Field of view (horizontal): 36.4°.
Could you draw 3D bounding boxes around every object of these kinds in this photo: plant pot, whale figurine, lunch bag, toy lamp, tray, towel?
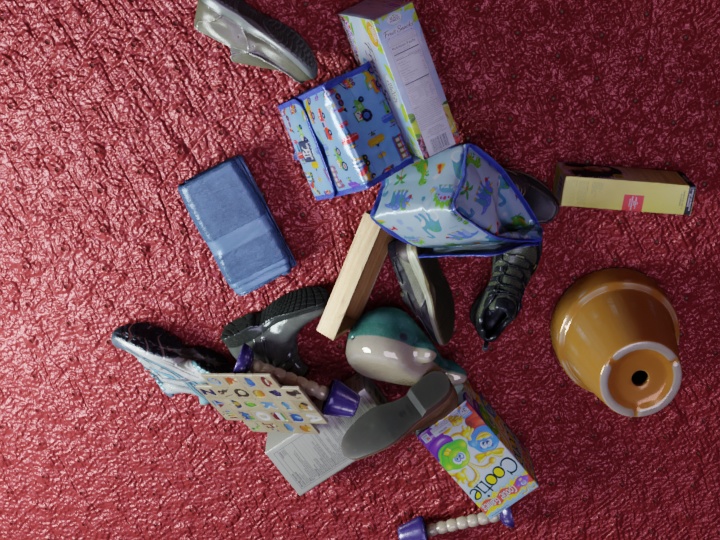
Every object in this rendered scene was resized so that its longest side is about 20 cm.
[{"bbox_3d":[0.404,0.124,1.674,0.197,0.184,0.203,0,113,-1],"label":"plant pot"},{"bbox_3d":[0.074,0.123,1.710,0.198,0.159,0.105,21,67,-23],"label":"whale figurine"},{"bbox_3d":[0.140,-0.081,1.560,0.199,0.168,0.129,29,70,-41],"label":"lunch bag"},{"bbox_3d":[0.161,0.434,1.862,0.197,0.058,0.059,-14,112,5],"label":"toy lamp"},{"bbox_3d":[-0.097,0.174,1.682,0.197,0.058,0.059,22,110,-4],"label":"toy lamp"},{"bbox_3d":[0.000,0.000,1.657,0.037,0.098,0.202,27,110,15],"label":"tray"},{"bbox_3d":[-0.186,-0.067,1.654,0.110,0.049,0.202,-24,112,8],"label":"towel"},{"bbox_3d":[-0.039,-0.187,1.551,0.093,0.199,0.152,-31,101,-31],"label":"lunch bag"}]

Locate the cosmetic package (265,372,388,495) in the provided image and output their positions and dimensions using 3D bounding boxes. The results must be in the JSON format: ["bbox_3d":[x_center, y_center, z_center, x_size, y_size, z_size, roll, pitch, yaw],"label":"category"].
[{"bbox_3d":[-0.046,0.264,1.778,0.198,0.073,0.104,-33,109,11],"label":"cosmetic package"}]

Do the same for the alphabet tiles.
[{"bbox_3d":[-0.153,0.206,1.688,0.197,0.006,0.167,-2,141,31],"label":"alphabet tiles"}]

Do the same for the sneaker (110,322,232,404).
[{"bbox_3d":[-0.307,0.155,1.727,0.198,0.078,0.087,26,113,-11],"label":"sneaker"}]

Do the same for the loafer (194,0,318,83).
[{"bbox_3d":[-0.149,-0.323,1.545,0.199,0.076,0.070,34,120,-9],"label":"loafer"}]

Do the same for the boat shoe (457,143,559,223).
[{"bbox_3d":[0.208,-0.117,1.630,0.198,0.074,0.075,23,110,-11],"label":"boat shoe"}]

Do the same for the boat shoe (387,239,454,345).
[{"bbox_3d":[0.094,0.029,1.694,0.065,0.072,0.203,1,129,29],"label":"boat shoe"}]

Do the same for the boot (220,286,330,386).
[{"bbox_3d":[-0.112,0.113,1.727,0.198,0.068,0.132,-23,116,16],"label":"boot"}]

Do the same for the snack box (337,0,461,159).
[{"bbox_3d":[0.052,-0.268,1.509,0.067,0.169,0.202,-27,112,-9],"label":"snack box"}]

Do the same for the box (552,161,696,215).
[{"bbox_3d":[0.392,-0.122,1.633,0.196,0.075,0.051,4,113,-4],"label":"box"}]

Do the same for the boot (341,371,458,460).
[{"bbox_3d":[0.064,0.237,1.678,0.198,0.074,0.076,-32,141,4],"label":"boot"}]

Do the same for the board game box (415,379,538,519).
[{"bbox_3d":[0.186,0.284,1.776,0.104,0.103,0.200,-37,108,13],"label":"board game box"}]

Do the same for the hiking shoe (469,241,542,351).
[{"bbox_3d":[0.231,0.026,1.670,0.075,0.101,0.202,15,115,-10],"label":"hiking shoe"}]
